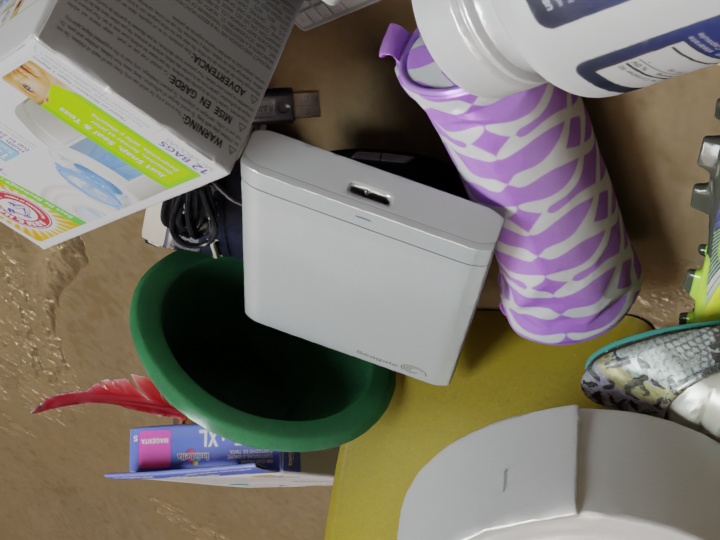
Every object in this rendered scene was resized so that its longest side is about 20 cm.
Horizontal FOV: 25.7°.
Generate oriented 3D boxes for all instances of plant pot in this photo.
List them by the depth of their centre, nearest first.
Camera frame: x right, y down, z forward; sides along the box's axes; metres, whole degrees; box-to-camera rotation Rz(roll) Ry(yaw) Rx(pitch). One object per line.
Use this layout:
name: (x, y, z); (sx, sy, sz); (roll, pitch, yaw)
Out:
plant pot: (0.092, 0.157, 0.982); (0.200, 0.177, 0.200); (1, 135, 39)

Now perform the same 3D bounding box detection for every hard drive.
hard drive: (0.000, 0.000, 0.856); (0.132, 0.027, 0.200); (19, 158, 5)

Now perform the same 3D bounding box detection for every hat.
hat: (-0.089, 0.092, 1.029); (0.200, 0.165, 0.176); (55, 140, 33)

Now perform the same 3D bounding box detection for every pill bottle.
pill bottle: (0.118, -0.134, 0.631); (0.200, 0.111, 0.111); (-15, 125, 44)

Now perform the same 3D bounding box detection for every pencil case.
pencil case: (0.081, -0.049, 0.806); (0.085, 0.084, 0.200); (-7, 132, 25)

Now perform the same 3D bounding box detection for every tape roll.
tape roll: (0.114, 0.162, 0.795); (0.202, 0.071, 0.203); (5, 132, 6)

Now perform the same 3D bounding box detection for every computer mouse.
computer mouse: (-0.013, -0.060, 0.871); (0.199, 0.046, 0.141); (5, 147, 1)

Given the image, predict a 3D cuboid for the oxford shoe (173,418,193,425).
oxford shoe: (-0.090, 0.083, 1.139); (0.071, 0.071, 0.200); (25, 146, 3)

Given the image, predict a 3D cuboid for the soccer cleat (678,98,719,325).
soccer cleat: (0.206, -0.004, 0.781); (0.083, 0.065, 0.200); (13, 143, 19)

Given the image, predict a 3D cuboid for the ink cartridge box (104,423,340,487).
ink cartridge box: (-0.075, 0.129, 1.097); (0.119, 0.042, 0.200); (-6, 171, 25)

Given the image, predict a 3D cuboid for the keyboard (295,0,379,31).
keyboard: (0.016, -0.164, 0.780); (0.200, 0.011, 0.056); (-13, 126, 48)

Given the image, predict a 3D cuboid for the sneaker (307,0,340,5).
sneaker: (0.007, -0.176, 0.700); (0.199, 0.080, 0.130); (10, 137, 32)

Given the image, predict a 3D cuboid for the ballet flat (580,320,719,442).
ballet flat: (0.210, 0.054, 0.767); (0.200, 0.072, 0.072); (-11, 136, 5)

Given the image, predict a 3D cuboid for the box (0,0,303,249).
box: (-0.138, -0.095, 0.776); (0.112, 0.102, 0.200); (34, 152, -27)

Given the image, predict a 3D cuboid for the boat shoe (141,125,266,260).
boat shoe: (-0.071, -0.075, 0.929); (0.092, 0.075, 0.200); (16, 147, -3)
